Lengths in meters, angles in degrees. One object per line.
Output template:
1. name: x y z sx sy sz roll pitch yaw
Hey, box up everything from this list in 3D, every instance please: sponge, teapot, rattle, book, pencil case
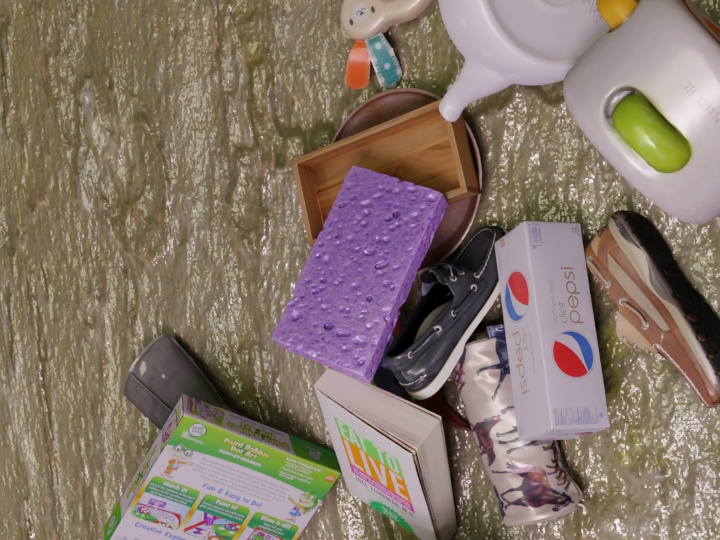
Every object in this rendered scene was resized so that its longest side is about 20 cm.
1. sponge: 0.000 0.000 1.086 0.111 0.030 0.201 18 77 28
2. teapot: 0.151 -0.272 1.052 0.146 0.199 0.198 7 119 69
3. rattle: 0.008 -0.298 1.151 0.130 0.143 0.201 27 97 10
4. book: 0.028 0.193 1.112 0.133 0.201 0.048 26 59 31
5. pencil case: 0.155 0.154 1.079 0.089 0.078 0.201 -22 77 19

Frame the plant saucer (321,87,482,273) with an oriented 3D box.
1. plant saucer: 0.049 -0.094 1.177 0.199 0.037 0.202 -1 89 34

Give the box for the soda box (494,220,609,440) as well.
1. soda box: 0.180 0.057 1.038 0.068 0.063 0.201 140 129 -64

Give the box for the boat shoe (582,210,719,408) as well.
1. boat shoe: 0.275 0.040 1.013 0.074 0.075 0.201 -42 60 31

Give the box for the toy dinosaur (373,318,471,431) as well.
1. toy dinosaur: 0.027 0.064 1.164 0.199 0.105 0.183 6 99 -1

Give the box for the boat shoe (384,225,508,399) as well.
1. boat shoe: 0.083 0.027 1.086 0.200 0.066 0.074 -58 24 -14

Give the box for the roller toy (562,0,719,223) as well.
1. roller toy: 0.281 -0.149 0.942 0.140 0.182 0.201 -46 36 25

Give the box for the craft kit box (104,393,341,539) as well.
1. craft kit box: -0.155 0.256 1.219 0.198 0.199 0.049 -56 24 21

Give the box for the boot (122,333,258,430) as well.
1. boot: -0.223 0.200 1.322 0.200 0.073 0.182 34 87 22

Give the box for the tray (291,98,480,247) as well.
1. tray: 0.024 -0.099 1.152 0.199 0.037 0.099 -18 80 32
